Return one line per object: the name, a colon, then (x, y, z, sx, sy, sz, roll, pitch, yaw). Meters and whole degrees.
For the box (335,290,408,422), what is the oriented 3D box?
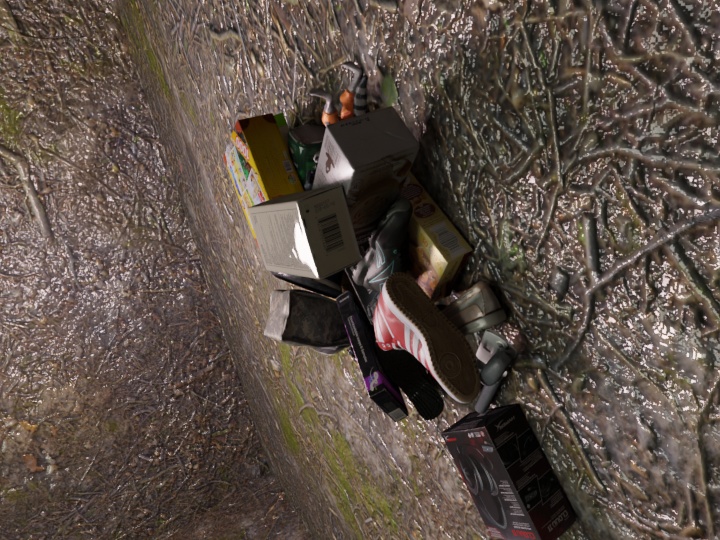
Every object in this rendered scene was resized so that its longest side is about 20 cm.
box: (0.021, 0.154, 0.942, 0.144, 0.035, 0.204, 55, -168, -52)

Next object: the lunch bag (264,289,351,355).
lunch bag: (-0.089, 0.111, 1.106, 0.163, 0.193, 0.123, -4, 75, 66)

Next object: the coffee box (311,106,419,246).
coffee box: (-0.005, -0.118, 0.750, 0.081, 0.112, 0.202, 56, 151, 21)

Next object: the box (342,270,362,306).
box: (-0.022, 0.068, 1.172, 0.199, 0.021, 0.168, 41, 145, 44)

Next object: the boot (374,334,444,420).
boot: (0.073, 0.169, 0.951, 0.204, 0.066, 0.131, 60, 176, -13)

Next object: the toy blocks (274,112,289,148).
toy blocks: (-0.163, -0.223, 1.155, 0.136, 0.097, 0.207, -177, 67, -75)

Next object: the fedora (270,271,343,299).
fedora: (-0.091, -0.007, 1.075, 0.199, 0.195, 0.095, 6, 76, 62)

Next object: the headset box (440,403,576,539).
headset box: (0.228, 0.326, 0.816, 0.206, 0.075, 0.149, 65, 155, 9)

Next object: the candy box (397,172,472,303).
candy box: (0.080, -0.062, 0.813, 0.203, 0.054, 0.117, 57, 153, 25)

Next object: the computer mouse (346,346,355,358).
computer mouse: (0.038, 0.177, 1.086, 0.111, 0.043, 0.201, 53, 147, 10)

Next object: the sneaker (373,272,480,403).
sneaker: (0.089, 0.111, 0.760, 0.203, 0.070, 0.113, 55, 152, 16)

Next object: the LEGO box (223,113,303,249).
LEGO box: (-0.183, -0.168, 1.007, 0.148, 0.075, 0.206, -33, 78, 60)

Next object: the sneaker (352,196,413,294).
sneaker: (0.049, -0.029, 0.780, 0.078, 0.076, 0.202, 36, 147, 9)

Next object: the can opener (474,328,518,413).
can opener: (0.181, 0.155, 0.769, 0.052, 0.066, 0.203, 36, 152, 23)

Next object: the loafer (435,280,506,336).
loafer: (0.139, 0.071, 0.795, 0.199, 0.070, 0.065, -33, 74, 55)

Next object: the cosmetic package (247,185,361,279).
cosmetic package: (-0.086, -0.054, 0.744, 0.198, 0.071, 0.107, 9, 118, 60)

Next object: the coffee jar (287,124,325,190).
coffee jar: (-0.093, -0.168, 1.021, 0.105, 0.082, 0.207, -128, 31, -51)

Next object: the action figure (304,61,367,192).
action figure: (-0.024, -0.198, 0.830, 0.100, 0.203, 0.199, 1, 129, 18)

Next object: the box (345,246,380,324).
box: (0.000, 0.000, 0.969, 0.205, 0.048, 0.158, 63, 180, 8)
